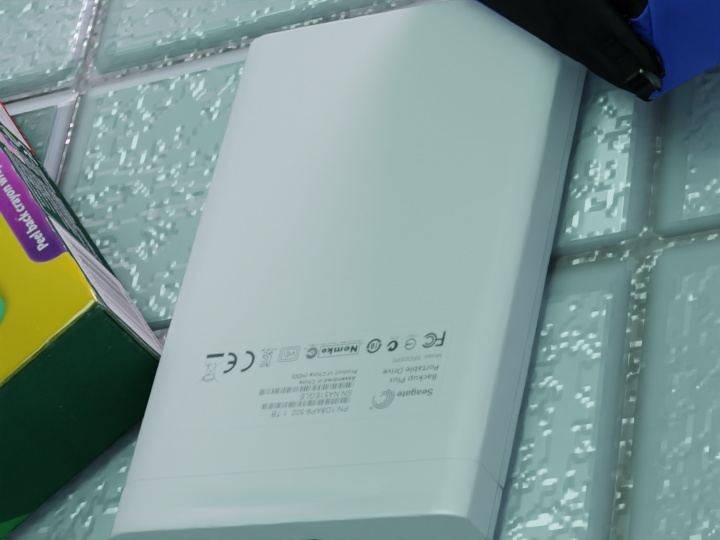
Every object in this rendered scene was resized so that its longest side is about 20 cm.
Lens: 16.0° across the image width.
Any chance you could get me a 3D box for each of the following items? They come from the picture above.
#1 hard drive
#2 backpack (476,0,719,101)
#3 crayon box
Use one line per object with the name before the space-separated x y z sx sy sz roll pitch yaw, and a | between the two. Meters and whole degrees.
hard drive | 0.000 0.000 0.839 0.131 0.027 0.201 -7 54 31
backpack | 0.080 -0.191 0.799 0.168 0.201 0.162 -36 42 -22
crayon box | -0.178 0.027 0.919 0.172 0.058 0.200 -41 43 3
